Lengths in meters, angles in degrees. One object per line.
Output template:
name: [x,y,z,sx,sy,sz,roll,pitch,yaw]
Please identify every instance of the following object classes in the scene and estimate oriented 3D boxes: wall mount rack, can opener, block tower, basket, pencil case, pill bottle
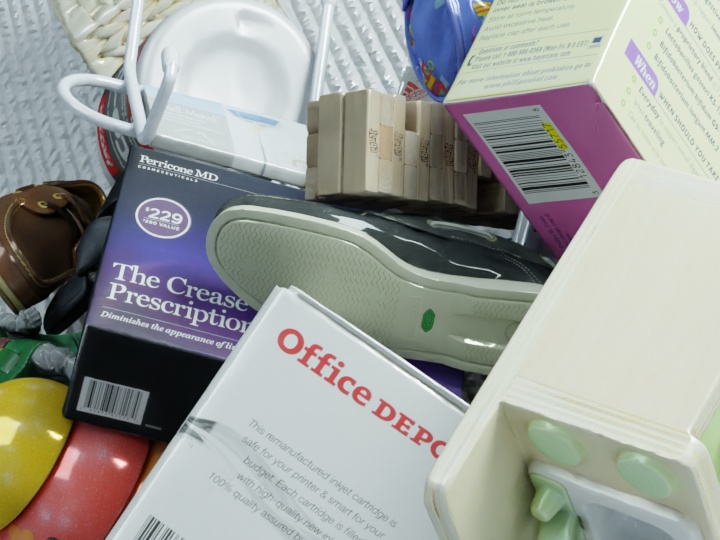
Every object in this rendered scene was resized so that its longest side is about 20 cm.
wall mount rack: [-0.067,-0.114,1.495,0.174,0.199,0.075,-108,36,-58]
can opener: [-0.147,0.008,1.613,0.079,0.063,0.200,-61,4,-30]
block tower: [0.050,-0.056,1.430,0.054,0.199,0.058,-4,81,41]
basket: [-0.136,-0.185,1.828,0.135,0.124,0.200,-36,33,4]
pencil case: [0.116,-0.157,1.516,0.199,0.078,0.087,-17,59,-25]
pill bottle: [-0.100,-0.093,1.636,0.114,0.114,0.200,-50,7,-16]

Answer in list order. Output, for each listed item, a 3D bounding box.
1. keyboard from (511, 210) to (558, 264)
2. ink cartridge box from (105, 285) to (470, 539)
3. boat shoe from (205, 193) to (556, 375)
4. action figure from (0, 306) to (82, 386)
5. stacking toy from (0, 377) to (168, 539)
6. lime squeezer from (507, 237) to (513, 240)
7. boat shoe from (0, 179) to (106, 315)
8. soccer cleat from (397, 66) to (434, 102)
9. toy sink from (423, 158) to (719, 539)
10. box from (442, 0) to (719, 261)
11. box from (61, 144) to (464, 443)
keyboard: [0.121,-0.080,1.454,0.011,0.056,0.201,5,74,43]
ink cartridge box: [-0.031,0.131,1.297,0.146,0.083,0.201,34,86,11]
boat shoe: [0.017,0.001,1.376,0.068,0.199,0.072,-89,16,-55]
action figure: [-0.200,0.061,1.581,0.118,0.055,0.200,-54,32,-15]
stacking toy: [-0.171,0.107,1.430,0.146,0.199,0.146,-51,18,24]
lime squeezer: [0.000,0.000,1.532,0.198,0.038,0.071,-8,24,14]
boat shoe: [-0.203,-0.025,1.707,0.067,0.072,0.200,-31,8,8]
soccer cleat: [0.065,-0.089,1.552,0.199,0.085,0.069,-14,41,34]
toy sink: [0.136,0.074,1.233,0.111,0.131,0.201,18,60,32]
box: [0.156,-0.104,1.397,0.096,0.176,0.201,-4,47,41]
box: [-0.045,0.028,1.426,0.142,0.198,0.079,-82,8,-47]
